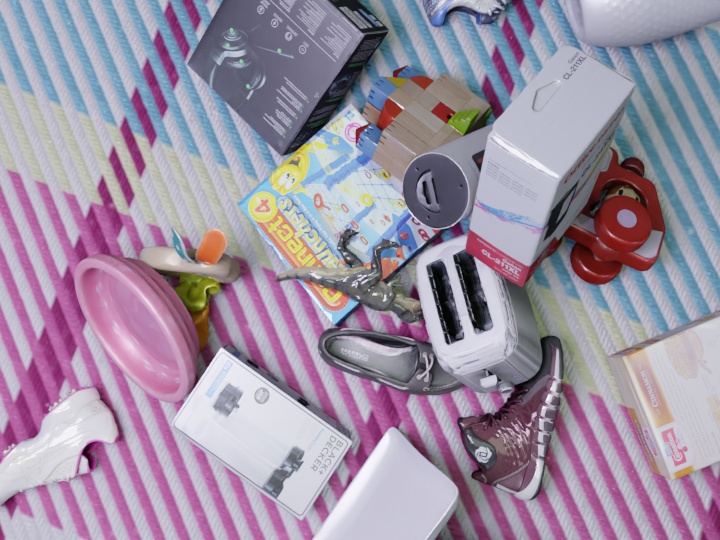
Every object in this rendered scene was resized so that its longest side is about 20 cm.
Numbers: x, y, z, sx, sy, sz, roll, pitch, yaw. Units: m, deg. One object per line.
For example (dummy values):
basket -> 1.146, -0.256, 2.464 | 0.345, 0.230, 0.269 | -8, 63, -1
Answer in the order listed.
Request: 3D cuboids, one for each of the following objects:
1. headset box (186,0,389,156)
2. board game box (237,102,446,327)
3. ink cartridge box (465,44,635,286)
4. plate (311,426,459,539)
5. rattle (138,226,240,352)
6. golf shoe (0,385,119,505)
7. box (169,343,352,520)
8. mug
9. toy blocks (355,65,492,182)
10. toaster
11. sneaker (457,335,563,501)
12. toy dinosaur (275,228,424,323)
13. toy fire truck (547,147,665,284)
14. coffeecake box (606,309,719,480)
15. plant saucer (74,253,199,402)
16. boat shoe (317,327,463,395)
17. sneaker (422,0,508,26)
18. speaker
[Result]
headset box -> -0.094, -0.269, 0.988 | 0.174, 0.093, 0.201 | 42, 118, 6
board game box -> -0.021, -0.069, 1.021 | 0.195, 0.056, 0.201 | -41, 85, -3
ink cartridge box -> 0.186, -0.100, 0.817 | 0.082, 0.201, 0.146 | 35, 67, 18
plate -> 0.024, 0.301, 0.924 | 0.032, 0.200, 0.201 | 36, 86, -22
rattle -> -0.204, 0.031, 0.940 | 0.129, 0.199, 0.145 | 28, 78, -23
golf shoe -> -0.387, 0.237, 0.991 | 0.200, 0.075, 0.092 | -43, 88, -2
box -> -0.119, 0.195, 0.981 | 0.199, 0.060, 0.118 | 37, 86, -3
mug -> 0.343, -0.380, 1.008 | 0.172, 0.148, 0.204 | -17, 64, 6
toy blocks -> 0.065, -0.188, 0.989 | 0.136, 0.101, 0.200 | 36, 53, 9
toaster -> 0.137, 0.042, 0.947 | 0.112, 0.129, 0.204 | -19, 69, 20
sneaker -> 0.180, 0.171, 0.983 | 0.113, 0.076, 0.205 | 12, 85, 6
toy dinosaur -> 0.000, 0.000, 0.963 | 0.196, 0.047, 0.090 | 17, 93, 4
toy fire truck -> 0.288, -0.092, 0.997 | 0.197, 0.113, 0.170 | 24, 64, 6
coffeecake box -> 0.428, 0.141, 0.979 | 0.196, 0.073, 0.157 | -21, 84, -1
plant saucer -> -0.262, 0.063, 0.962 | 0.201, 0.201, 0.051 | 47, 54, 6
boat shoe -> 0.041, 0.115, 0.999 | 0.195, 0.057, 0.068 | 13, 84, 3
sneaker -> 0.173, -0.366, 1.046 | 0.195, 0.077, 0.087 | -11, 94, 8
speaker -> 0.123, -0.110, 0.900 | 0.080, 0.199, 0.083 | 11, 113, 28
